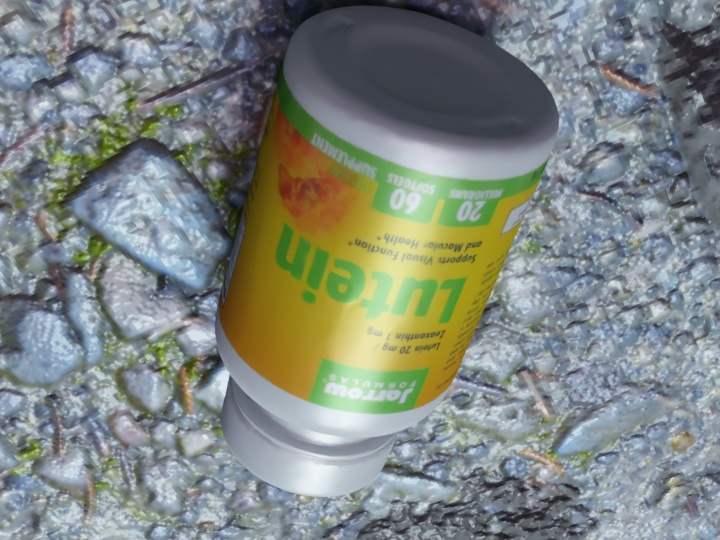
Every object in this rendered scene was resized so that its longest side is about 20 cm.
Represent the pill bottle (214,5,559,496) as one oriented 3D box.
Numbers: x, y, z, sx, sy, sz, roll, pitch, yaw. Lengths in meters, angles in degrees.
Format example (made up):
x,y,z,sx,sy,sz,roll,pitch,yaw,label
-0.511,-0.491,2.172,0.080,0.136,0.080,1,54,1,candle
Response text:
x,y,z,sx,sy,sz,roll,pitch,yaw,label
0.000,0.000,0.534,0.111,0.111,0.200,9,126,-15,pill bottle
